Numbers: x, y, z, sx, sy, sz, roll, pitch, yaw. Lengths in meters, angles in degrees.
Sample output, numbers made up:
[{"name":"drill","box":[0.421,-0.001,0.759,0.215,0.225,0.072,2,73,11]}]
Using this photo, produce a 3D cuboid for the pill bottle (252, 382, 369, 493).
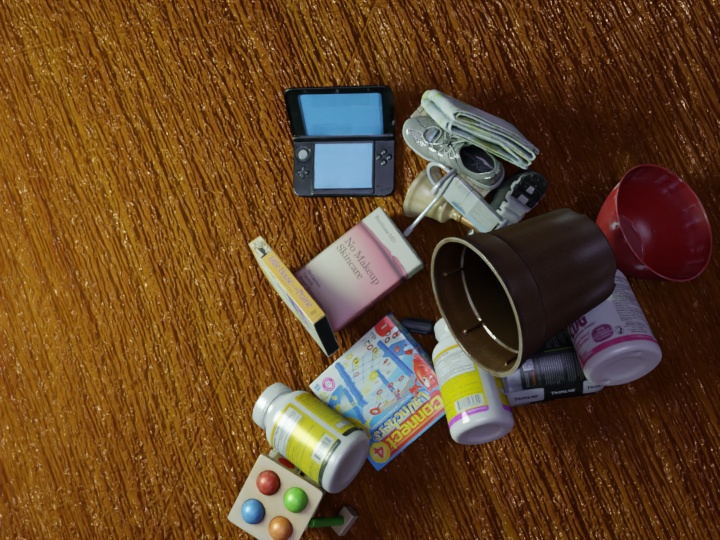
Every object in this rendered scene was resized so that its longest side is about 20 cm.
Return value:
[{"name":"pill bottle","box":[-0.090,0.283,1.034,0.199,0.112,0.113,29,91,29]}]

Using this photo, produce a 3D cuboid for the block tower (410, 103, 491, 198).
[{"name":"block tower","box":[0.171,-0.216,1.095,0.200,0.058,0.054,45,93,9]}]

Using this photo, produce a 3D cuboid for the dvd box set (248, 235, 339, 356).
[{"name":"dvd box set","box":[-0.115,0.047,1.041,0.029,0.147,0.200,-36,62,-12]}]

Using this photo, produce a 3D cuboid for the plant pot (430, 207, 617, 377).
[{"name":"plant pot","box":[0.235,0.016,0.837,0.196,0.200,0.202,-22,84,-19]}]

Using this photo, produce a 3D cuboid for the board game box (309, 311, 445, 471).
[{"name":"board game box","box":[0.044,0.216,1.074,0.200,0.056,0.196,-43,82,10]}]

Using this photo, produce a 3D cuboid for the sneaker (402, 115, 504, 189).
[{"name":"sneaker","box":[0.164,-0.216,1.026,0.198,0.082,0.075,29,90,8]}]

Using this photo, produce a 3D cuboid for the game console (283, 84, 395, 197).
[{"name":"game console","box":[-0.037,-0.231,1.090,0.197,0.116,0.179,1,87,7]}]

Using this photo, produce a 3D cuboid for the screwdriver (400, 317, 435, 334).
[{"name":"screwdriver","box":[0.171,0.115,1.090,0.197,0.028,0.029,12,119,8]}]

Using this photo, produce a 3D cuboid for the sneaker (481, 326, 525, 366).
[{"name":"sneaker","box":[0.233,0.087,0.983,0.099,0.201,0.071,32,126,-10]}]

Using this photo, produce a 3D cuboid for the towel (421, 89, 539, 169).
[{"name":"towel","box":[0.199,-0.246,1.004,0.169,0.201,0.049,22,112,-16]}]

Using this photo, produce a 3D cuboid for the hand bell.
[{"name":"hand bell","box":[0.182,-0.089,1.033,0.199,0.104,0.105,37,92,25]}]

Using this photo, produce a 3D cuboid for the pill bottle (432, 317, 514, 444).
[{"name":"pill bottle","box":[0.179,0.175,0.988,0.103,0.105,0.202,-14,54,6]}]

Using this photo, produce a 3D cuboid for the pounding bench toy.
[{"name":"pounding bench toy","box":[-0.103,0.412,1.041,0.198,0.156,0.125,28,90,7]}]

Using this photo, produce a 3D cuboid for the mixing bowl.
[{"name":"mixing bowl","box":[0.474,-0.065,1.005,0.197,0.108,0.203,7,71,-20]}]

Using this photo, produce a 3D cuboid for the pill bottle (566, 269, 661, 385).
[{"name":"pill bottle","box":[0.375,0.066,0.931,0.112,0.114,0.202,-13,50,6]}]

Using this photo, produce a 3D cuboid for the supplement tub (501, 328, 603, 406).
[{"name":"supplement tub","box":[0.333,0.159,1.020,0.197,0.123,0.124,-10,86,7]}]

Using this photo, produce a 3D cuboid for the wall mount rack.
[{"name":"wall mount rack","box":[0.156,-0.074,0.978,0.074,0.174,0.200,-42,82,-21]}]

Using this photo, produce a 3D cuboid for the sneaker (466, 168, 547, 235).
[{"name":"sneaker","box":[0.256,-0.105,1.075,0.066,0.091,0.201,32,116,-11]}]

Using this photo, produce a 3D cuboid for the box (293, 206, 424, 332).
[{"name":"box","box":[0.000,0.000,1.072,0.199,0.109,0.128,-38,83,6]}]
